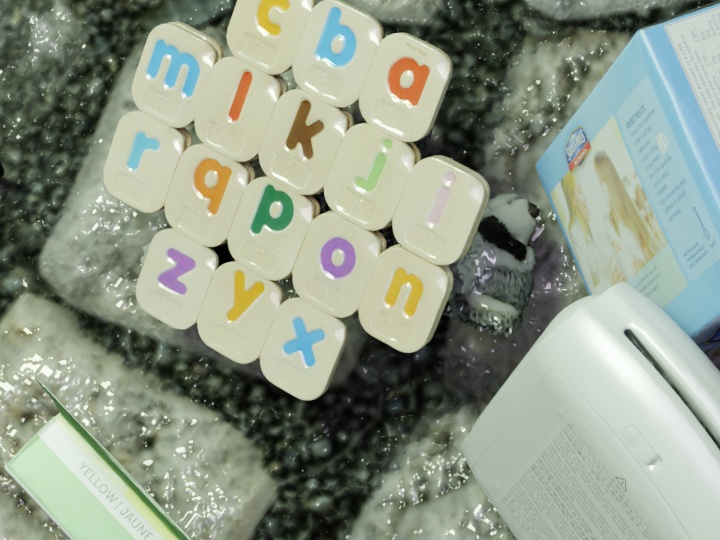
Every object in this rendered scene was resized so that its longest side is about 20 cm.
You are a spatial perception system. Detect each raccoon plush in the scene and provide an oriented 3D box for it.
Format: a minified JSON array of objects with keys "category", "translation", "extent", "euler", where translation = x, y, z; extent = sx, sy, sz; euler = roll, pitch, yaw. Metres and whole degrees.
[{"category":"raccoon plush","translation":[0.000,0.000,1.198],"extent":[0.199,0.097,0.135],"euler":[-28,91,27]}]

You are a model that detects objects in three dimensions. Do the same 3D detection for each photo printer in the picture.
[{"category":"photo printer","translation":[0.134,0.102,1.089],"extent":[0.069,0.200,0.167],"euler":[-32,77,-21]}]

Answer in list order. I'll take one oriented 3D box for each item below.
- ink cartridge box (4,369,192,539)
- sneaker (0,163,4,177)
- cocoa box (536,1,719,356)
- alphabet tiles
[{"category":"ink cartridge box","translation":[-0.111,0.131,1.099],"extent":[0.048,0.200,0.146],"euler":[-44,79,-6]},{"category":"sneaker","translation":[-0.250,0.015,1.197],"extent":[0.079,0.071,0.201],"euler":[14,78,11]},{"category":"cocoa box","translation":[0.187,-0.044,1.097],"extent":[0.131,0.200,0.134],"euler":[-20,79,-15]},{"category":"alphabet tiles","translation":[-0.036,-0.043,1.140],"extent":[0.199,0.015,0.197],"euler":[28,111,19]}]
